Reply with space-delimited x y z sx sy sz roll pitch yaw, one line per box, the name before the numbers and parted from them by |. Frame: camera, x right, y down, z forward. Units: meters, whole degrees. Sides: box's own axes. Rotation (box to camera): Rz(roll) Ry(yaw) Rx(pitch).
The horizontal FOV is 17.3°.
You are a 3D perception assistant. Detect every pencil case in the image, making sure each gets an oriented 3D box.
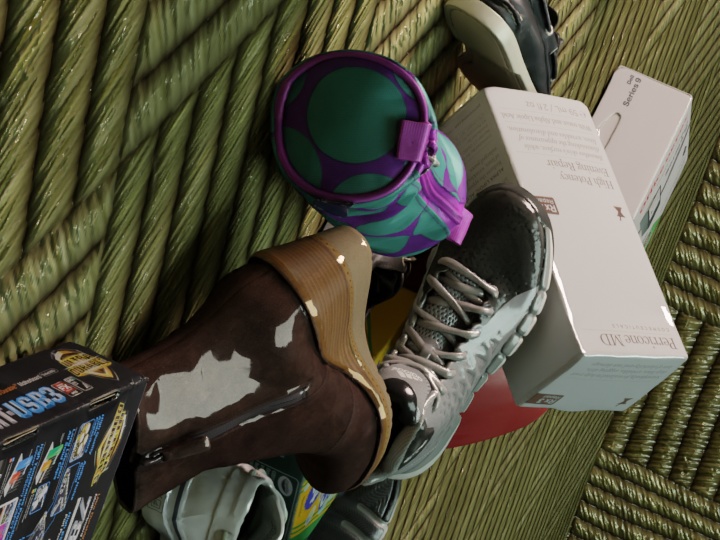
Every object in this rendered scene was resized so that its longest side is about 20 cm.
pencil case | 0.009 -0.059 1.297 0.085 0.092 0.200 -65 169 -3

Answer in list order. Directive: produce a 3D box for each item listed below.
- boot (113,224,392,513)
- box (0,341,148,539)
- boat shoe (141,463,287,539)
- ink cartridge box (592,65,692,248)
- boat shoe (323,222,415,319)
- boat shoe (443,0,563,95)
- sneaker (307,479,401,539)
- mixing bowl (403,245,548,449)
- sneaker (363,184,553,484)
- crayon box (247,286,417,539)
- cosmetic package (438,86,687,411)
boot | -0.064 0.078 1.244 0.166 0.072 0.200 -34 144 -29
box | -0.173 0.139 0.997 0.200 0.050 0.199 -68 169 13
boat shoe | -0.077 0.148 1.382 0.200 0.067 0.074 50 60 -77
ink cartridge box | 0.266 -0.098 2.376 0.146 0.084 0.200 -64 168 -11
boat shoe | 0.000 0.000 1.461 0.200 0.057 0.069 -59 167 -27
boat shoe | 0.103 -0.154 1.569 0.066 0.074 0.199 -52 157 -7
sneaker | -0.040 0.205 1.685 0.200 0.075 0.115 -53 174 0
mixing bowl | 0.087 0.035 1.627 0.200 0.108 0.200 -172 -90 -83
sneaker | 0.048 0.046 1.407 0.200 0.075 0.115 -65 169 14
crayon box | -0.019 0.088 1.572 0.200 0.052 0.126 -54 164 -46
cosmetic package | 0.123 -0.013 1.519 0.102 0.200 0.074 3 146 -41
